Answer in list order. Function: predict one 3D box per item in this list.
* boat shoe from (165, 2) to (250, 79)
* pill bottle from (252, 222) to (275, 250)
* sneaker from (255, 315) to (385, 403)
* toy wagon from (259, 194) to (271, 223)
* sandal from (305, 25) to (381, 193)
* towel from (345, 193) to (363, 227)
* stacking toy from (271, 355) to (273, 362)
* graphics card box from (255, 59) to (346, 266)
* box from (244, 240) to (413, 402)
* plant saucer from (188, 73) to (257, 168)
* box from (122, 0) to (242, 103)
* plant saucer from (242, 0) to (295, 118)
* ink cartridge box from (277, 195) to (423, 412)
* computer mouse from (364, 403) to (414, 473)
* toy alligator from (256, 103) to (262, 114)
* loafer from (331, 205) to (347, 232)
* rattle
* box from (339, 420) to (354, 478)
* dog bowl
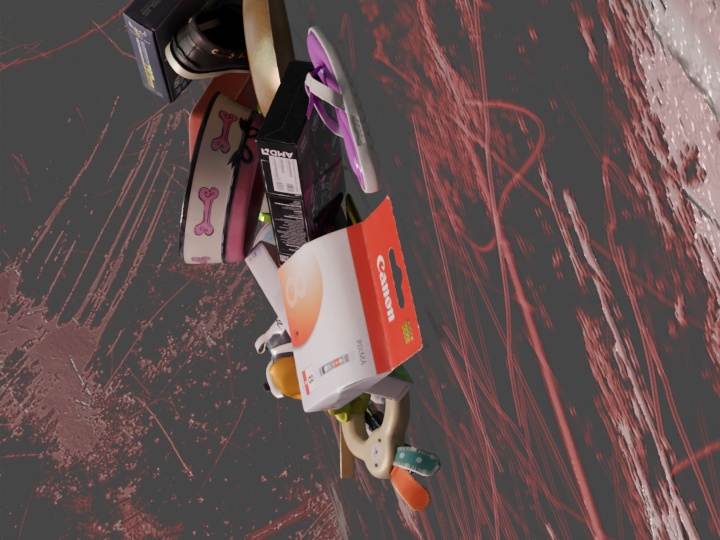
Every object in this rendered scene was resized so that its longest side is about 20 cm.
[{"bbox_3d":[-0.145,-0.274,1.689,0.074,0.063,0.201,53,-146,6],"label":"boat shoe"},{"bbox_3d":[-0.079,0.004,1.944,0.200,0.107,0.110,-127,20,-66],"label":"pill bottle"},{"bbox_3d":[-0.054,0.124,1.798,0.199,0.129,0.080,48,-174,-39],"label":"sneaker"},{"bbox_3d":[-0.109,-0.142,1.823,0.200,0.039,0.157,-110,29,-65],"label":"toy wagon"},{"bbox_3d":[-0.029,-0.163,1.432,0.083,0.049,0.204,85,166,-56],"label":"sandal"},{"bbox_3d":[0.000,0.000,1.718,0.201,0.018,0.087,85,164,-57],"label":"towel"},{"bbox_3d":[-0.062,0.119,1.949,0.200,0.084,0.086,9,-118,-83],"label":"stacking toy"},{"bbox_3d":[-0.061,-0.111,1.560,0.201,0.050,0.126,82,-157,-49],"label":"graphics card box"},{"bbox_3d":[-0.036,0.058,1.651,0.144,0.036,0.201,20,-150,-47],"label":"box"},{"bbox_3d":[-0.160,-0.204,1.866,0.200,0.036,0.201,99,-165,-58],"label":"plant saucer"},{"bbox_3d":[-0.191,-0.318,1.714,0.051,0.201,0.158,32,159,16],"label":"box"},{"bbox_3d":[-0.101,-0.243,1.623,0.200,0.035,0.203,-9,-90,-86],"label":"plant saucer"},{"bbox_3d":[-0.015,0.038,1.456,0.200,0.049,0.164,-43,54,57],"label":"ink cartridge box"},{"bbox_3d":[0.025,0.222,1.856,0.110,0.044,0.200,46,171,6],"label":"computer mouse"},{"bbox_3d":[-0.105,-0.216,1.745,0.054,0.059,0.202,20,-140,-51],"label":"toy alligator"},{"bbox_3d":[-0.034,0.002,1.643,0.076,0.069,0.201,83,170,-50],"label":"loafer"},{"bbox_3d":[-0.005,0.180,1.668,0.142,0.130,0.202,27,-145,-40],"label":"rattle"},{"bbox_3d":[-0.019,0.169,1.934,0.163,0.021,0.203,98,171,-89],"label":"box"},{"bbox_3d":[-0.152,-0.100,1.669,0.200,0.073,0.203,13,-90,-89],"label":"dog bowl"}]
